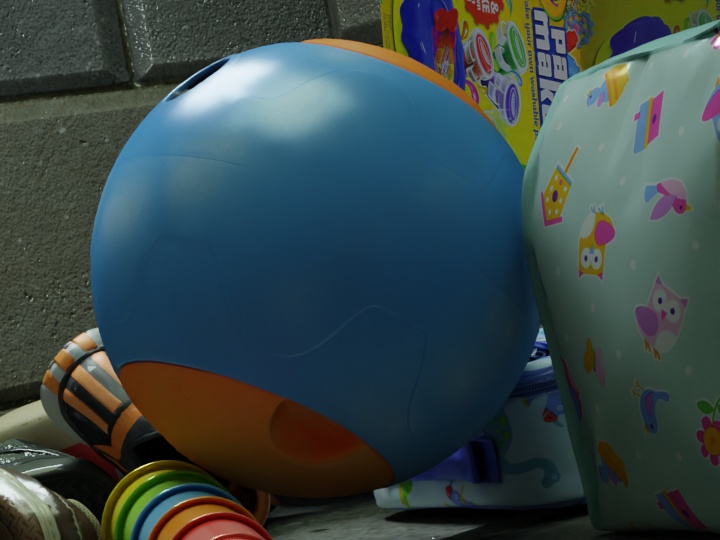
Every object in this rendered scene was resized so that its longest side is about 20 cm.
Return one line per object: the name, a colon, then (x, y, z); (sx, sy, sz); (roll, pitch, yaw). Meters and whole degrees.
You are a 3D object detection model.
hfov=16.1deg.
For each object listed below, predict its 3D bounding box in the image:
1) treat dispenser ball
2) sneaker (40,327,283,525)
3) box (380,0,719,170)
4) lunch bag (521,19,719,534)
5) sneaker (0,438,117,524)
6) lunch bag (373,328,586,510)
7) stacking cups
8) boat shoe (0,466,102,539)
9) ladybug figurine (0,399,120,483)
treat dispenser ball: (-0.018, -0.001, 1.112); (0.200, 0.202, 0.201); (-11, 1, 0)
sneaker: (-0.077, 0.108, 1.301); (0.112, 0.078, 0.200); (39, 3, 36)
box: (0.111, -0.102, 1.325); (0.122, 0.201, 0.192); (-13, 17, -28)
lunch bag: (0.150, 0.000, 1.010); (0.122, 0.201, 0.170); (-11, 0, -23)
sneaker: (-0.221, 0.132, 1.318); (0.199, 0.076, 0.114); (-8, -1, -5)
lunch bag: (0.095, 0.070, 1.244); (0.160, 0.083, 0.200); (-14, 1, -27)
stacking cups: (-0.070, 0.114, 1.024); (0.060, 0.061, 0.200); (-11, 2, -9)
boat shoe: (-0.150, 0.119, 1.135); (0.075, 0.075, 0.202); (-10, 0, -26)
ladybug figurine: (-0.146, 0.108, 1.437); (0.135, 0.072, 0.200); (-6, -10, -27)
